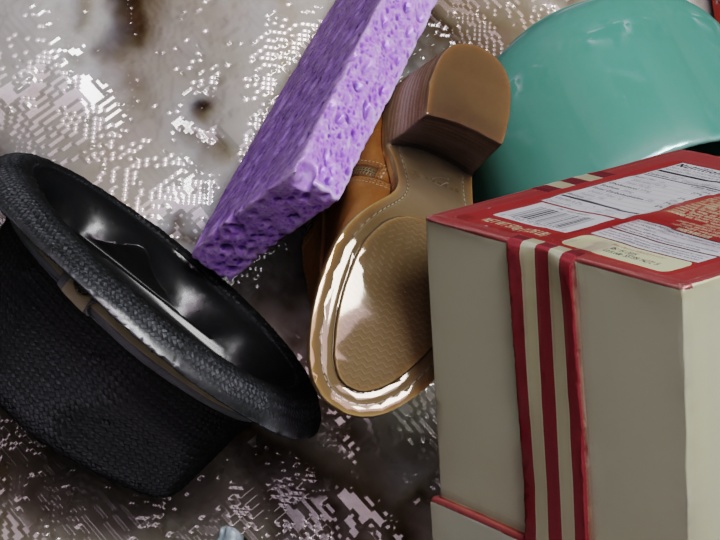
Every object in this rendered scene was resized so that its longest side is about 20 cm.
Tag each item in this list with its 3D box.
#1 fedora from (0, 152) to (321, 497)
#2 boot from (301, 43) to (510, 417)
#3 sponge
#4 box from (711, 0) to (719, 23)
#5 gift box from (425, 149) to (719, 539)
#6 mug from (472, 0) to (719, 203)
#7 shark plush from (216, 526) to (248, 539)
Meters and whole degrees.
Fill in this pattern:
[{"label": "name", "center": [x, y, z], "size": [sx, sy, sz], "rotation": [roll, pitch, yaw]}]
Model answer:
[{"label": "fedora", "center": [-0.117, 0.037, 1.035], "size": [0.200, 0.200, 0.092], "rotation": [41, 100, 10]}, {"label": "boot", "center": [0.000, 0.000, 1.045], "size": [0.076, 0.155, 0.201], "rotation": [21, 61, -15]}, {"label": "sponge", "center": [-0.012, -0.091, 1.093], "size": [0.030, 0.111, 0.201], "rotation": [36, 54, -14]}, {"label": "box", "center": [0.247, -0.185, 1.203], "size": [0.099, 0.096, 0.202], "rotation": [-1, 66, -8]}, {"label": "gift box", "center": [0.122, 0.065, 0.928], "size": [0.199, 0.184, 0.188], "rotation": [-14, 109, -30]}, {"label": "mug", "center": [0.131, -0.059, 1.112], "size": [0.151, 0.185, 0.115], "rotation": [-26, 63, 5]}, {"label": "shark plush", "center": [-0.094, 0.210, 0.977], "size": [0.091, 0.083, 0.200], "rotation": [39, 66, 10]}]
